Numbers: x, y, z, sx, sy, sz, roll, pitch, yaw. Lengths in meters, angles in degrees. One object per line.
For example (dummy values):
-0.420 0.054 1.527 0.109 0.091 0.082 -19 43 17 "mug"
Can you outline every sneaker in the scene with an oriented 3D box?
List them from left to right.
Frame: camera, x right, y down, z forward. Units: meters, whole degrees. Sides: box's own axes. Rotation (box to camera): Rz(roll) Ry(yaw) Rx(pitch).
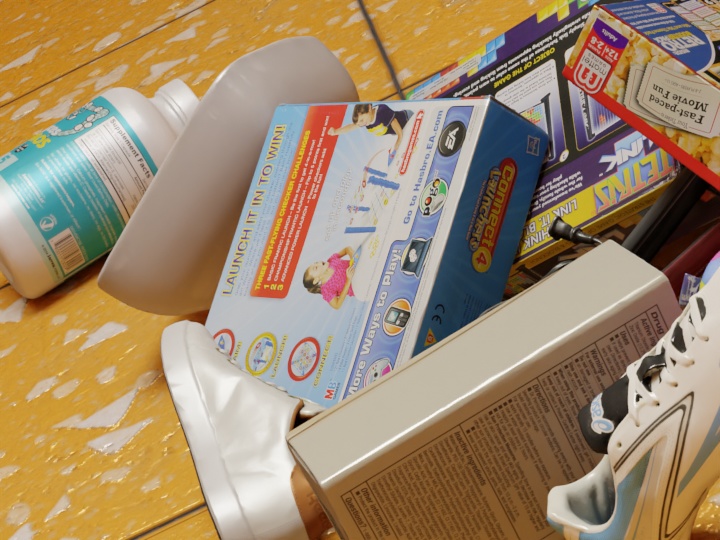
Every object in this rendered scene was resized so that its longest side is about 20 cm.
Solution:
-0.057 0.090 1.165 0.085 0.073 0.200 -22 39 -4 "sneaker"
0.144 0.057 0.931 0.072 0.072 0.200 -89 19 -56 "sneaker"

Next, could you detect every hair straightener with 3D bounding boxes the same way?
0.127 0.007 1.125 0.200 0.077 0.041 -48 -23 26 "hair straightener"

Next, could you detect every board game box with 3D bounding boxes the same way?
0.000 0.000 1.228 0.196 0.056 0.200 4 72 50 "board game box"
0.120 -0.073 1.223 0.200 0.057 0.166 -29 51 37 "board game box"
0.225 -0.074 1.067 0.200 0.046 0.151 40 32 26 "board game box"

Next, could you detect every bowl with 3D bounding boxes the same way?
-0.076 -0.055 1.410 0.200 0.075 0.200 -56 -8 20 "bowl"

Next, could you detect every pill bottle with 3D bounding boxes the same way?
-0.211 -0.072 1.651 0.200 0.111 0.111 -33 24 -14 "pill bottle"

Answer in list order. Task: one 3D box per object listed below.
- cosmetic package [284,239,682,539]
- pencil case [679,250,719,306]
0.076 0.083 1.044 0.200 0.104 0.073 -30 23 -8 "cosmetic package"
0.216 0.046 0.990 0.088 0.088 0.200 -25 26 7 "pencil case"
